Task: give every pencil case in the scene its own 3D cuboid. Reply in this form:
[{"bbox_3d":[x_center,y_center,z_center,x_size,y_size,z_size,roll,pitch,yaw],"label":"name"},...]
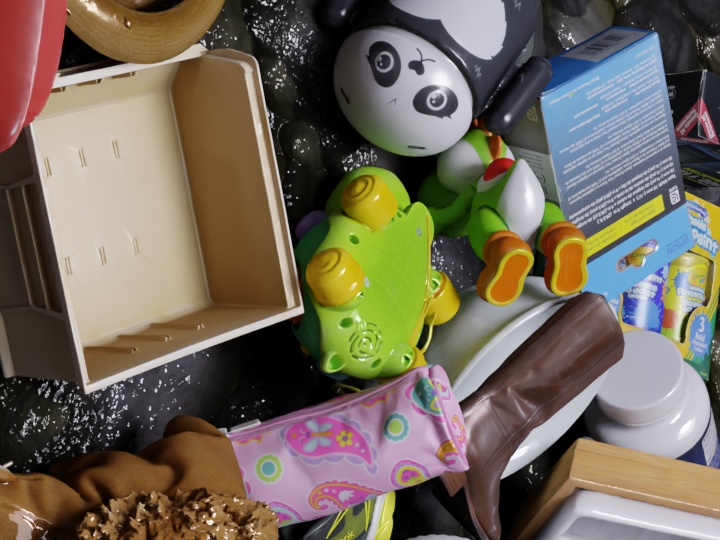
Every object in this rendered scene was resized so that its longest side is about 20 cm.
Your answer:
[{"bbox_3d":[-0.023,0.131,1.281,0.087,0.200,0.088,-17,90,-82],"label":"pencil case"}]

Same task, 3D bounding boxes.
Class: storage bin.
[{"bbox_3d":[-0.155,-0.042,1.208,0.200,0.094,0.199,-20,105,-44],"label":"storage bin"}]

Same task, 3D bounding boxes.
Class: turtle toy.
[{"bbox_3d":[0.000,0.000,1.347,0.146,0.101,0.200,55,42,-35],"label":"turtle toy"}]

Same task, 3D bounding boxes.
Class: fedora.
[{"bbox_3d":[-0.173,-0.236,1.197,0.200,0.082,0.201,1,89,-46],"label":"fedora"}]

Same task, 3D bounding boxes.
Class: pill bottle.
[{"bbox_3d":[0.260,0.143,1.586,0.111,0.111,0.200,-60,148,-27],"label":"pill bottle"}]

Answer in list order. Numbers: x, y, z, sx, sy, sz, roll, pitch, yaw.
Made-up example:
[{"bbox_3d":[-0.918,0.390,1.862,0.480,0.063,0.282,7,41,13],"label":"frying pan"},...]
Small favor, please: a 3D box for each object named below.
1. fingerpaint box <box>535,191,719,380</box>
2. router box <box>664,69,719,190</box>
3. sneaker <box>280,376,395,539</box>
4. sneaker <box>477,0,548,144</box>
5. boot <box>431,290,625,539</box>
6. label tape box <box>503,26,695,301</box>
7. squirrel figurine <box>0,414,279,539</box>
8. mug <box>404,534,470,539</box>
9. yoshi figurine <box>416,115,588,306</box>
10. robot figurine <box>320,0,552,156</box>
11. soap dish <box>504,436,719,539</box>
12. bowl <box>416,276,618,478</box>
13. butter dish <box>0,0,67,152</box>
[{"bbox_3d":[0.252,0.002,1.643,0.200,0.073,0.167,20,76,-44],"label":"fingerpaint box"},{"bbox_3d":[0.304,-0.126,1.642,0.200,0.150,0.062,15,79,-44],"label":"router box"},{"bbox_3d":[-0.008,0.134,1.374,0.085,0.074,0.200,15,79,-44],"label":"sneaker"},{"bbox_3d":[0.131,-0.161,1.527,0.082,0.073,0.200,-11,108,-49],"label":"sneaker"},{"bbox_3d":[0.141,0.117,1.409,0.200,0.064,0.186,-43,149,-10],"label":"boot"},{"bbox_3d":[0.200,-0.086,1.506,0.144,0.063,0.200,-29,118,-30],"label":"label tape box"},{"bbox_3d":[-0.162,0.168,1.135,0.186,0.200,0.142,10,92,-33],"label":"squirrel figurine"},{"bbox_3d":[0.046,0.291,1.371,0.148,0.200,0.175,63,9,32],"label":"mug"},{"bbox_3d":[0.102,-0.040,1.425,0.112,0.200,0.112,-39,130,9],"label":"yoshi figurine"},{"bbox_3d":[0.062,-0.184,1.407,0.200,0.150,0.125,-55,137,-26],"label":"robot figurine"},{"bbox_3d":[0.237,0.221,1.532,0.200,0.157,0.081,14,50,-13],"label":"soap dish"},{"bbox_3d":[0.108,0.075,1.456,0.201,0.090,0.201,-28,144,-23],"label":"bowl"},{"bbox_3d":[-0.249,-0.156,1.074,0.148,0.200,0.200,25,70,-68],"label":"butter dish"}]
